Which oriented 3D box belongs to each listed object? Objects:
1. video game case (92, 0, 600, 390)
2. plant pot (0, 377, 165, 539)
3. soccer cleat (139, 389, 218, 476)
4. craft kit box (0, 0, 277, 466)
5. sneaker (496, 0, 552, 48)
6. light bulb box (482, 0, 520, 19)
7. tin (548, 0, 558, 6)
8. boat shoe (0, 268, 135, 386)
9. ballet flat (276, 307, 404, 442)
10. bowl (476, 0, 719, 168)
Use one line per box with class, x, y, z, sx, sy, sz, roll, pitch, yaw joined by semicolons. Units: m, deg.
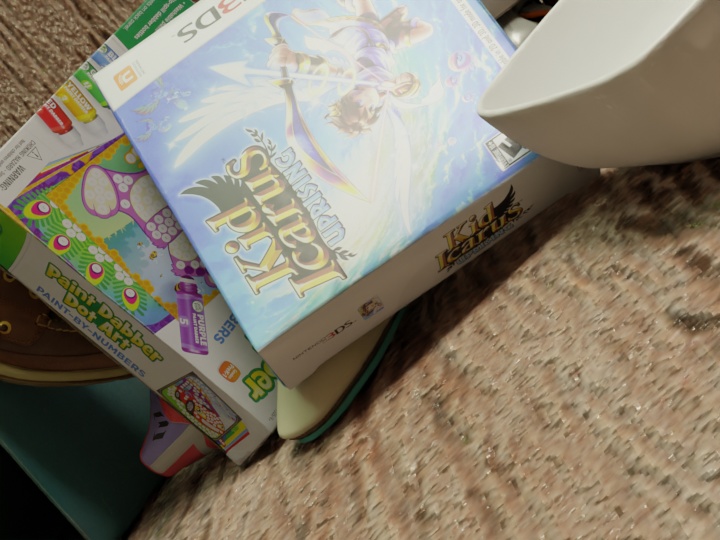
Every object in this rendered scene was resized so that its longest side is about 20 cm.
video game case;-0.012;-0.072;1.134;0.181;0.045;0.200;-35;55;2
plant pot;-0.176;0.079;1.346;0.141;0.142;0.200;-34;9;42
soccer cleat;-0.087;0.050;1.311;0.076;0.067;0.200;-46;12;13
craft kit box;-0.083;-0.030;1.227;0.049;0.197;0.200;-44;7;48
sneaker;0.085;-0.137;1.399;0.079;0.074;0.200;-32;19;11
light bulb box;0.017;-0.253;1.375;0.125;0.201;0.198;-37;21;-21
tin;0.182;-0.238;1.449;0.200;0.042;0.112;-46;6;-8
boat shoe;-0.185;0.013;1.217;0.072;0.199;0.068;-89;4;-56
ballet flat;0.000;0.000;1.163;0.069;0.069;0.200;-31;17;50
bowl;0.157;-0.118;0.989;0.200;0.075;0.200;-50;11;-13
